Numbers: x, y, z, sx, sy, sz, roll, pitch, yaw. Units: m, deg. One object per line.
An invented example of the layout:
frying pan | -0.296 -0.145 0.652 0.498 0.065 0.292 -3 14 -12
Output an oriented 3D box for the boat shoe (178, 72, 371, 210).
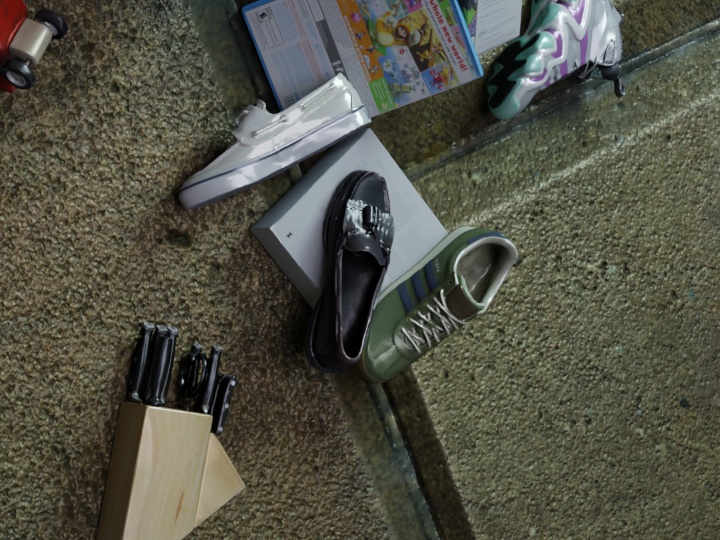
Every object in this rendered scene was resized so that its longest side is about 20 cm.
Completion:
boat shoe | -0.090 -0.126 1.548 0.199 0.071 0.070 -28 91 -7

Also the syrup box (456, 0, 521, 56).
syrup box | 0.107 -0.314 1.570 0.081 0.079 0.201 -28 137 -30

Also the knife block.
knife block | -0.195 0.156 1.501 0.200 0.064 0.176 -38 107 -24

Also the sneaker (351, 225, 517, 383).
sneaker | 0.076 0.031 1.587 0.200 0.090 0.067 -47 113 -20

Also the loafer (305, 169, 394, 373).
loafer | 0.000 0.000 1.556 0.072 0.063 0.201 17 80 -25

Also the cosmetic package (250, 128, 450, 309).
cosmetic package | 0.007 -0.016 1.627 0.151 0.052 0.200 -46 111 -24

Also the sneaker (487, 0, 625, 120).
sneaker | 0.227 -0.217 1.741 0.140 0.078 0.201 37 73 -24

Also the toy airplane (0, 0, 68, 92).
toy airplane | -0.349 -0.248 1.370 0.200 0.140 0.200 -17 114 -62

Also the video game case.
video game case | 0.002 -0.221 1.572 0.199 0.018 0.144 -19 102 13
